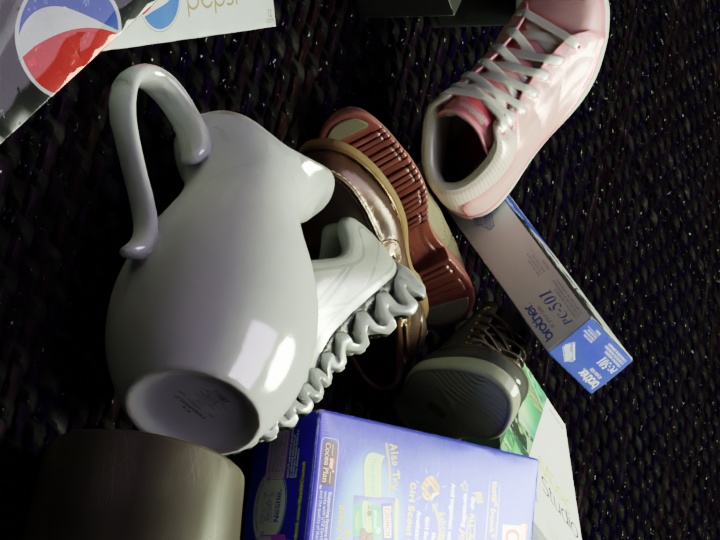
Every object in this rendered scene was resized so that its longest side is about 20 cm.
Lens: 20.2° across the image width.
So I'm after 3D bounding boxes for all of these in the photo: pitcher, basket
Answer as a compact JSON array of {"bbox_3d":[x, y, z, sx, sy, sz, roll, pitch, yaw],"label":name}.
[{"bbox_3d":[-0.097,-0.010,1.172,0.171,0.121,0.201,40,41,-31],"label":"pitcher"},{"bbox_3d":[-0.130,0.196,1.069,0.181,0.135,0.201,74,21,-65],"label":"basket"}]

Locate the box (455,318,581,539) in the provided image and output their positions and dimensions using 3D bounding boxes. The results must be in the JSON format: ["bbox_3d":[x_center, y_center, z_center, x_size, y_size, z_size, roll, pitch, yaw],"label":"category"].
[{"bbox_3d":[0.124,0.146,1.562,0.145,0.036,0.201,54,19,-33],"label":"box"}]

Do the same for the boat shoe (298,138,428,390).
[{"bbox_3d":[0.000,0.000,1.384,0.201,0.070,0.071,63,36,-41],"label":"boat shoe"}]

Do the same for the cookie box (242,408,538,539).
[{"bbox_3d":[0.019,0.195,1.343,0.199,0.075,0.172,16,74,-37],"label":"cookie box"}]

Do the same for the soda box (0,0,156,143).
[{"bbox_3d":[-0.167,-0.123,0.983,0.200,0.071,0.063,-47,121,-25],"label":"soda box"}]

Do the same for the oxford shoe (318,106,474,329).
[{"bbox_3d":[0.019,-0.047,1.451,0.075,0.070,0.201,-101,167,-52],"label":"oxford shoe"}]

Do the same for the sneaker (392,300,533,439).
[{"bbox_3d":[0.088,0.061,1.437,0.075,0.200,0.106,42,73,-4],"label":"sneaker"}]

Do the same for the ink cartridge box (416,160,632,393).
[{"bbox_3d":[0.122,-0.006,1.522,0.200,0.044,0.094,56,8,34],"label":"ink cartridge box"}]

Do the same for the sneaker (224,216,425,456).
[{"bbox_3d":[-0.047,0.043,1.285,0.200,0.075,0.081,-44,106,-33],"label":"sneaker"}]

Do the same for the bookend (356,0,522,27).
[{"bbox_3d":[0.054,-0.239,1.470,0.201,0.092,0.199,64,39,-43],"label":"bookend"}]

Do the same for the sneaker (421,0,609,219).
[{"bbox_3d":[0.109,-0.130,1.445,0.201,0.075,0.105,-59,163,5],"label":"sneaker"}]

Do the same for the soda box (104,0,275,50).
[{"bbox_3d":[-0.126,-0.160,1.145,0.200,0.068,0.064,-20,106,-61],"label":"soda box"}]
